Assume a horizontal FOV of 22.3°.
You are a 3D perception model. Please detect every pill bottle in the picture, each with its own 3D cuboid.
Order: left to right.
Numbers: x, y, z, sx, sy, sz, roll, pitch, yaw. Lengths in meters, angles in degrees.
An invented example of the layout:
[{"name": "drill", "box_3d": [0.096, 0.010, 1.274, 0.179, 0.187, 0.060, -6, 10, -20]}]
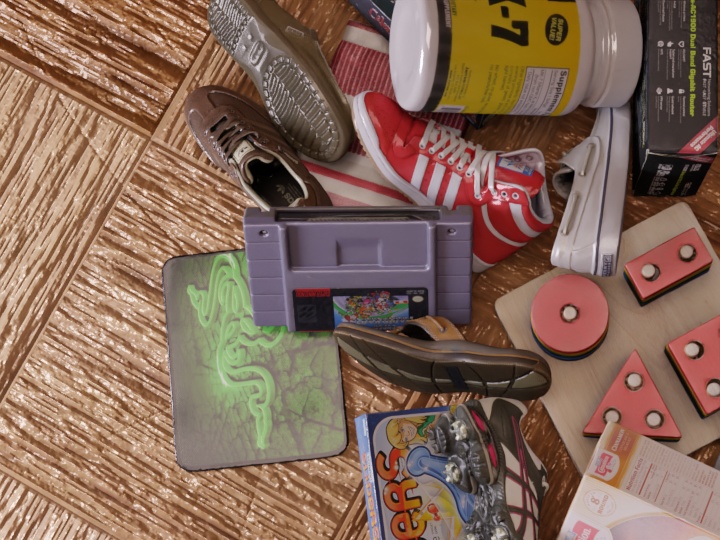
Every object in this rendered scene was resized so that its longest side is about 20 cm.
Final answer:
[{"name": "pill bottle", "box_3d": [0.133, -0.191, 1.572, 0.198, 0.114, 0.115, 0, 78, -14]}]

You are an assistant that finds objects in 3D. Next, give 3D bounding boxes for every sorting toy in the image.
[{"name": "sorting toy", "box_3d": [0.246, 0.066, 1.598, 0.198, 0.070, 0.201, -28, 78, 0]}]

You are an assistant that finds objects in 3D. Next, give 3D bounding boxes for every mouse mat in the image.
[{"name": "mouse mat", "box_3d": [-0.097, 0.077, 1.665, 0.159, 0.008, 0.202, -7, 78, 5]}]

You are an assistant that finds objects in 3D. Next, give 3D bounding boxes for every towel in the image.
[{"name": "towel", "box_3d": [0.020, -0.120, 1.683, 0.143, 0.023, 0.201, 18, 80, 11]}]

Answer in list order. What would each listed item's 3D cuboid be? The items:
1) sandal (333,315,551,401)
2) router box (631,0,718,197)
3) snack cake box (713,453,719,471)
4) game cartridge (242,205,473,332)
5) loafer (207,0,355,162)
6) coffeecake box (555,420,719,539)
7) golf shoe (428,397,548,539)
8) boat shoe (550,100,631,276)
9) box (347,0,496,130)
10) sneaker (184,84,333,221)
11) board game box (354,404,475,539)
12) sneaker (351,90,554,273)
[{"name": "sandal", "box_3d": [0.074, 0.068, 1.605, 0.198, 0.082, 0.055, 4, 58, 23]}, {"name": "router box", "box_3d": [0.274, -0.177, 1.600, 0.062, 0.150, 0.202, 2, 80, 3]}, {"name": "snack cake box", "box_3d": [0.394, 0.103, 1.532, 0.114, 0.067, 0.201, 21, 97, -20]}, {"name": "game cartridge", "box_3d": [0.000, 0.000, 1.609, 0.198, 0.130, 0.039, -1, 39, 3]}, {"name": "loafer", "box_3d": [-0.060, -0.187, 1.668, 0.067, 0.076, 0.201, -20, 69, -43]}, {"name": "coffeecake box", "box_3d": [0.266, 0.236, 1.517, 0.199, 0.154, 0.073, 24, 44, 10]}, {"name": "golf shoe", "box_3d": [0.129, 0.204, 1.544, 0.088, 0.077, 0.202, -12, 87, -35]}, {"name": "boat shoe", "box_3d": [0.201, -0.080, 1.605, 0.065, 0.072, 0.201, 5, 57, 8]}, {"name": "box", "box_3d": [0.089, -0.244, 1.673, 0.136, 0.038, 0.200, -40, 77, -18]}, {"name": "sneaker", "box_3d": [-0.095, -0.108, 1.651, 0.070, 0.076, 0.200, -45, 67, -1]}, {"name": "board game box", "box_3d": [0.074, 0.219, 1.581, 0.134, 0.034, 0.202, -4, 78, -18]}, {"name": "sneaker", "box_3d": [0.087, -0.095, 1.591, 0.112, 0.071, 0.200, -27, 115, 35]}]
